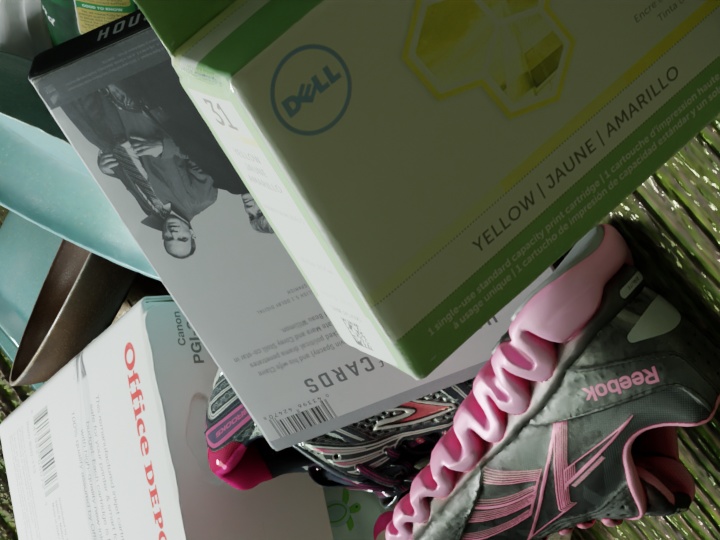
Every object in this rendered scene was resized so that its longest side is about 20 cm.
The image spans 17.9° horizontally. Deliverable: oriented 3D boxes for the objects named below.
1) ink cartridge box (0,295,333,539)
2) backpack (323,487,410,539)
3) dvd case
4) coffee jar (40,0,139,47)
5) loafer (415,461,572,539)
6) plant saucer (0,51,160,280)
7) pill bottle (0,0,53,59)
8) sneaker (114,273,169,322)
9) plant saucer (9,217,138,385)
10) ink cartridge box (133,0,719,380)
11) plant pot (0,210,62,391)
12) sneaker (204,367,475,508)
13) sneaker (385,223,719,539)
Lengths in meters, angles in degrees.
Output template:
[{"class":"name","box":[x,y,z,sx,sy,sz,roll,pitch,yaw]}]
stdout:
[{"class":"ink cartridge box","box":[-0.100,0.113,1.144,0.200,0.082,0.148,-36,61,54]},{"class":"backpack","box":[0.003,0.168,1.242,0.200,0.151,0.177,42,177,-17]},{"class":"dvd case","box":[-0.016,-0.028,0.899,0.201,0.149,0.025,59,-159,-30]},{"class":"coffee jar","box":[-0.091,-0.155,0.869,0.200,0.084,0.105,88,180,-68]},{"class":"loafer","box":[0.031,0.081,1.189,0.200,0.072,0.063,43,172,22]},{"class":"plant saucer","box":[-0.120,-0.046,1.010,0.199,0.036,0.200,24,168,6]},{"class":"pill bottle","box":[-0.136,-0.127,1.078,0.112,0.111,0.200,55,167,-19]},{"class":"sneaker","box":[-0.073,-0.008,1.259,0.070,0.108,0.200,53,152,-4]},{"class":"plant saucer","box":[-0.130,-0.026,1.209,0.032,0.202,0.200,24,171,-11]},{"class":"ink cartridge box","box":[0.011,-0.094,0.594,0.048,0.145,0.201,26,152,57]},{"class":"plant pot","box":[-0.196,0.025,1.655,0.200,0.134,0.201,47,167,15]},{"class":"sneaker","box":[0.027,0.066,0.996,0.198,0.075,0.081,0,150,27]},{"class":"sneaker","box":[0.078,0.077,0.885,0.095,0.079,0.201,34,135,5]}]
